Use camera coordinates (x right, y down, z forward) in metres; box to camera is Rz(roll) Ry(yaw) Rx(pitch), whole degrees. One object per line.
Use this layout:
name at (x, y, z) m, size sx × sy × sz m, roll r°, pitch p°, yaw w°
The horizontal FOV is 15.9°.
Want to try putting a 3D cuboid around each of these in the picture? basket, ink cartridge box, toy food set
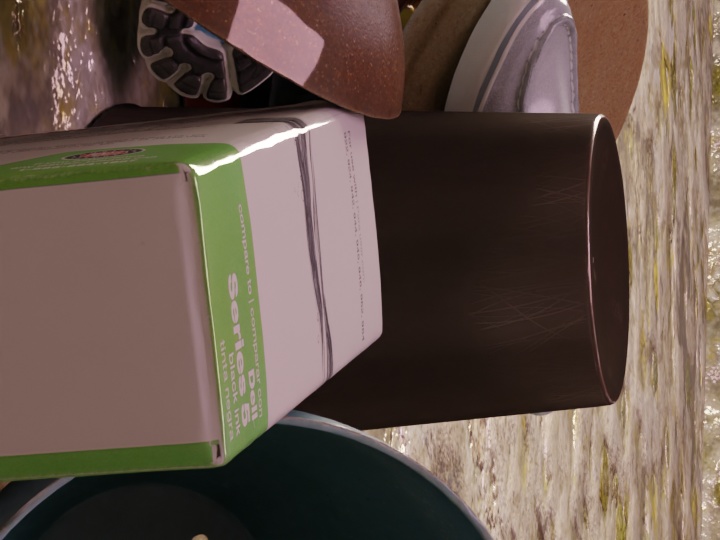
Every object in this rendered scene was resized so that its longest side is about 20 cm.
basket at (0.000, 0.000, 1.010) m, size 0.180 × 0.199 × 0.137 m, roll -58°, pitch 143°, yaw -66°
ink cartridge box at (-0.085, 0.003, 0.763) m, size 0.200 × 0.145 × 0.084 m, roll -31°, pitch 115°, yaw -75°
toy food set at (0.060, -0.083, 1.144) m, size 0.200 × 0.049 × 0.198 m, roll -58°, pitch 149°, yaw -2°

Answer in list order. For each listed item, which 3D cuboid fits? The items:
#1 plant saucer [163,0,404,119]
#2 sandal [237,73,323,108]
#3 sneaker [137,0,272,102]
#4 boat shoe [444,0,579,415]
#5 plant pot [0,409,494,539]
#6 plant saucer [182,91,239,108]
plant saucer at (-0.057, -0.125, 0.847) m, size 0.037 × 0.200 × 0.200 m, roll -51°, pitch 173°, yaw 12°
sandal at (-0.024, -0.036, 1.141) m, size 0.075 × 0.048 × 0.201 m, roll -40°, pitch 149°, yaw -37°
sneaker at (-0.031, -0.168, 1.044) m, size 0.078 × 0.200 × 0.090 m, roll 36°, pitch 7°, yaw -24°
boat shoe at (0.077, -0.028, 1.093) m, size 0.070 × 0.071 × 0.202 m, roll -33°, pitch 138°, yaw -46°
plant pot at (-0.058, 0.130, 0.837) m, size 0.135 × 0.199 × 0.201 m, roll -150°, pitch -127°, yaw -69°
plant saucer at (-0.047, -0.161, 1.193) m, size 0.200 × 0.037 × 0.201 m, roll -55°, pitch 141°, yaw -68°
